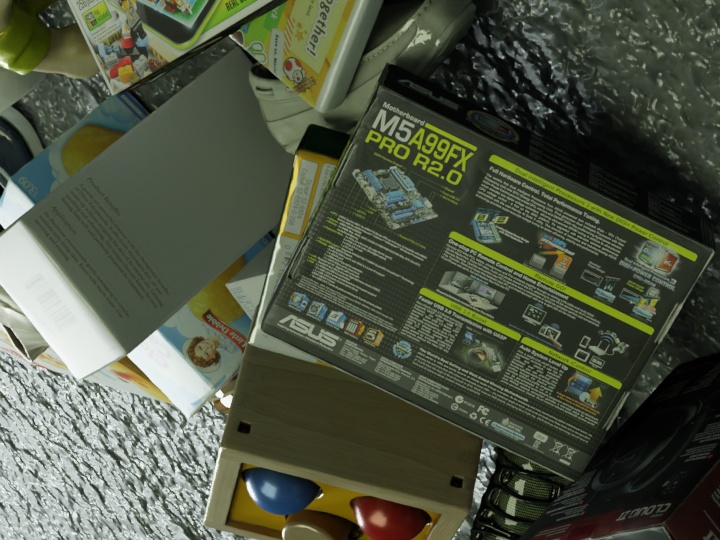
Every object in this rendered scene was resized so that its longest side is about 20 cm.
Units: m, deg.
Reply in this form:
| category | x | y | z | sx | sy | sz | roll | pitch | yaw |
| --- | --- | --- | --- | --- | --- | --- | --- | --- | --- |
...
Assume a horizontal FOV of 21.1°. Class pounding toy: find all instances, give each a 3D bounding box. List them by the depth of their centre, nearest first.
| category | x | y | z | sx | sy | sz | roll | pitch | yaw |
| --- | --- | --- | --- | --- | --- | --- | --- | --- | --- |
| pounding toy | -0.004 | 0.144 | 1.255 | 0.183 | 0.143 | 0.200 | 15 | 154 | -2 |

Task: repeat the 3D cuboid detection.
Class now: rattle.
| category | x | y | z | sx | sy | sz | roll | pitch | yaw |
| --- | --- | --- | --- | --- | --- | --- | --- | --- | --- |
| rattle | -0.170 | -0.223 | 1.224 | 0.130 | 0.143 | 0.200 | 21 | 137 | -19 |

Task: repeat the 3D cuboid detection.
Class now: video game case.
| category | x | y | z | sx | sy | sz | roll | pitch | yaw |
| --- | --- | --- | --- | --- | --- | --- | --- | --- | --- |
| video game case | -0.049 | -0.214 | 1.036 | 0.182 | 0.023 | 0.200 | 41 | 132 | 20 |

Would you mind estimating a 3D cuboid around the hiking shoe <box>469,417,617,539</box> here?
| category | x | y | z | sx | sy | sz | roll | pitch | yaw |
| --- | --- | --- | --- | --- | --- | --- | --- | --- | --- |
| hiking shoe | 0.112 | 0.146 | 1.223 | 0.075 | 0.101 | 0.200 | 14 | 145 | 9 |

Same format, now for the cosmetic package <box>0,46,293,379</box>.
| category | x | y | z | sx | sy | sz | roll | pitch | yaw |
| --- | --- | --- | --- | --- | --- | --- | --- | --- | --- |
| cosmetic package | -0.124 | -0.037 | 1.215 | 0.108 | 0.200 | 0.085 | 53 | 147 | -6 |

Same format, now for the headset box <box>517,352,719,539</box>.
| category | x | y | z | sx | sy | sz | roll | pitch | yaw |
| --- | --- | --- | --- | --- | --- | --- | --- | --- | --- |
| headset box | 0.180 | 0.123 | 1.036 | 0.077 | 0.200 | 0.149 | 51 | 147 | -7 |

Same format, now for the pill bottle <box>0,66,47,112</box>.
| category | x | y | z | sx | sy | sz | roll | pitch | yaw |
| --- | --- | --- | --- | --- | --- | --- | --- | --- | --- |
| pill bottle | -0.305 | -0.197 | 1.332 | 0.111 | 0.111 | 0.200 | -8 | 120 | 53 |

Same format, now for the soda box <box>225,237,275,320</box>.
| category | x | y | z | sx | sy | sz | roll | pitch | yaw |
| --- | --- | --- | --- | --- | --- | --- | --- | --- | --- |
| soda box | 0.000 | 0.000 | 1.235 | 0.064 | 0.068 | 0.200 | 55 | 148 | -15 |

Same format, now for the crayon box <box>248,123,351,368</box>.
| category | x | y | z | sx | sy | sz | roll | pitch | yaw |
| --- | --- | --- | --- | --- | --- | --- | --- | --- | --- |
| crayon box | 0.048 | 0.006 | 1.109 | 0.199 | 0.052 | 0.126 | 16 | 113 | 1 |

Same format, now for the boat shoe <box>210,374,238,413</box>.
| category | x | y | z | sx | sy | sz | roll | pitch | yaw |
| --- | --- | --- | --- | --- | --- | --- | --- | --- | --- |
| boat shoe | -0.044 | 0.082 | 1.374 | 0.068 | 0.072 | 0.200 | 53 | 148 | -9 |

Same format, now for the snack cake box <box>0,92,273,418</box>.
| category | x | y | z | sx | sy | sz | roll | pitch | yaw |
| --- | --- | --- | --- | --- | --- | --- | --- | --- | --- |
| snack cake box | -0.142 | -0.013 | 1.343 | 0.200 | 0.115 | 0.067 | 45 | 149 | 1 |

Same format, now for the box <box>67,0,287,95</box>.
| category | x | y | z | sx | sy | sz | roll | pitch | yaw |
| --- | --- | --- | --- | --- | --- | --- | --- | --- | --- |
| box | -0.091 | -0.180 | 1.050 | 0.200 | 0.035 | 0.110 | -23 | 94 | 46 |

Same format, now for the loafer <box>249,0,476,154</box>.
| category | x | y | z | sx | sy | sz | roll | pitch | yaw |
| --- | --- | --- | --- | --- | --- | --- | --- | --- | --- |
| loafer | -0.006 | -0.122 | 1.106 | 0.070 | 0.070 | 0.200 | 49 | 146 | -9 |

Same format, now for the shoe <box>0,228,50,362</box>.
| category | x | y | z | sx | sy | sz | roll | pitch | yaw |
| --- | --- | --- | --- | --- | --- | --- | --- | --- | --- |
| shoe | -0.232 | 0.020 | 1.291 | 0.070 | 0.053 | 0.200 | 48 | 176 | 17 |

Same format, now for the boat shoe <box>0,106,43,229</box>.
| category | x | y | z | sx | sy | sz | roll | pitch | yaw |
| --- | --- | --- | --- | --- | --- | --- | --- | --- | --- |
| boat shoe | -0.261 | -0.036 | 1.506 | 0.075 | 0.062 | 0.200 | 14 | 138 | 30 |

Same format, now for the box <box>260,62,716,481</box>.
| category | x | y | z | sx | sy | sz | roll | pitch | yaw |
| --- | --- | --- | --- | --- | --- | --- | --- | --- | --- |
| box | 0.067 | 0.003 | 1.053 | 0.199 | 0.044 | 0.161 | 25 | 113 | -4 |

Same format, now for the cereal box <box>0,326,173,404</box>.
| category | x | y | z | sx | sy | sz | roll | pitch | yaw |
| --- | --- | --- | --- | --- | --- | --- | --- | --- | --- |
| cereal box | -0.236 | 0.051 | 1.529 | 0.199 | 0.040 | 0.144 | 10 | 162 | 37 |
